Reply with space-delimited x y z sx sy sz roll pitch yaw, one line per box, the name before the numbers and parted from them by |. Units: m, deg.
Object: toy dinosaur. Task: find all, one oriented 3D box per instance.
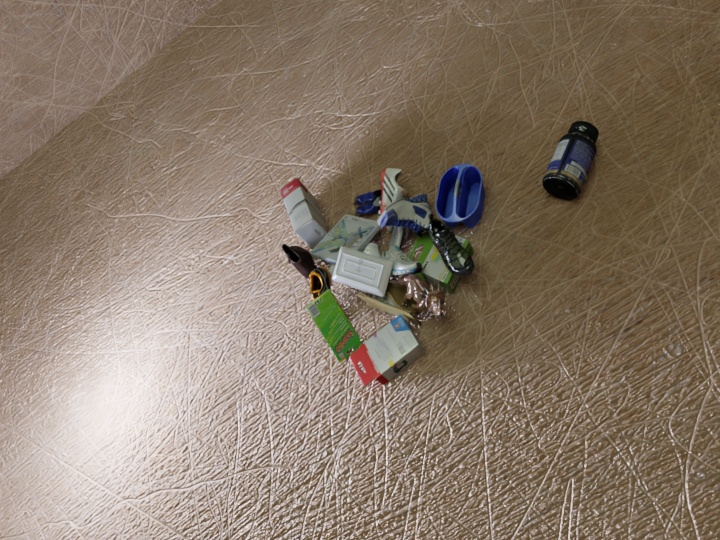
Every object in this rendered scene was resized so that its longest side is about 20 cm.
toy dinosaur | 0.173 0.060 1.556 0.085 0.137 0.199 -40 69 -22

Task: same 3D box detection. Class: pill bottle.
pill bottle | 0.607 -0.317 1.563 0.109 0.112 0.205 20 75 33

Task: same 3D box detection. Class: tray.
tray | 0.000 0.000 1.647 0.195 0.022 0.111 17 89 30

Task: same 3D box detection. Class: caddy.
caddy | 0.307 -0.228 1.678 0.137 0.105 0.207 1 66 28

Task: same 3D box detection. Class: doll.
doll | 0.068 -0.234 1.843 0.193 0.049 0.141 -13 63 16

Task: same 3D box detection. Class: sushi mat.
sushi mat | 0.086 0.114 1.628 0.195 0.096 0.012 19 73 33

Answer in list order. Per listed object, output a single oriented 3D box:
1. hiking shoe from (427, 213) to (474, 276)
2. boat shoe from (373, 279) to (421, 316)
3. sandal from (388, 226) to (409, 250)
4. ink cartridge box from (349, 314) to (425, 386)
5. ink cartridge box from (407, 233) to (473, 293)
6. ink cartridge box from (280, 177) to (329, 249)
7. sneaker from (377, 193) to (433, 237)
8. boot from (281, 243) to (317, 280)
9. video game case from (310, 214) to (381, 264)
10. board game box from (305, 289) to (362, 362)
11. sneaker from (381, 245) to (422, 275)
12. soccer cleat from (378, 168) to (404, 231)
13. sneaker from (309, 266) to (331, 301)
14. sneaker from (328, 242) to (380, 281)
hiking shoe | 0.246 -0.069 1.541 0.075 0.101 0.202 -38 54 3
boat shoe | 0.101 0.080 1.659 0.197 0.070 0.071 35 62 17
sandal | 0.134 -0.124 1.748 0.048 0.082 0.210 17 75 -12
ink cartridge box | 0.076 0.242 1.586 0.198 0.067 0.118 -38 54 6
ink cartridge box | 0.221 -0.043 1.649 0.196 0.076 0.151 24 78 33
ink cartridge box | -0.190 -0.193 1.897 0.081 0.147 0.204 -30 54 10
sneaker | 0.157 -0.159 1.681 0.195 0.081 0.118 -21 73 -32
boot | -0.214 -0.053 1.826 0.072 0.167 0.200 -45 54 -2
video game case | -0.048 -0.102 1.799 0.179 0.022 0.201 17 57 44
board game box | -0.078 0.171 1.682 0.094 0.030 0.204 -34 82 7
sneaker | 0.113 -0.030 1.636 0.197 0.073 0.091 0 91 58
soccer cleat | 0.105 -0.232 1.772 0.082 0.068 0.209 -3 82 19
sneaker | -0.126 0.091 1.739 0.076 0.077 0.208 -16 82 22
sneaker | -0.021 -0.011 1.765 0.196 0.070 0.082 -29 58 11
